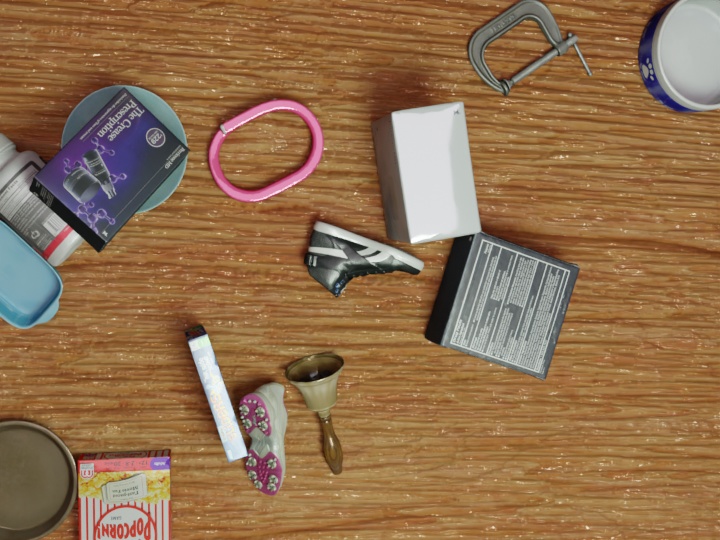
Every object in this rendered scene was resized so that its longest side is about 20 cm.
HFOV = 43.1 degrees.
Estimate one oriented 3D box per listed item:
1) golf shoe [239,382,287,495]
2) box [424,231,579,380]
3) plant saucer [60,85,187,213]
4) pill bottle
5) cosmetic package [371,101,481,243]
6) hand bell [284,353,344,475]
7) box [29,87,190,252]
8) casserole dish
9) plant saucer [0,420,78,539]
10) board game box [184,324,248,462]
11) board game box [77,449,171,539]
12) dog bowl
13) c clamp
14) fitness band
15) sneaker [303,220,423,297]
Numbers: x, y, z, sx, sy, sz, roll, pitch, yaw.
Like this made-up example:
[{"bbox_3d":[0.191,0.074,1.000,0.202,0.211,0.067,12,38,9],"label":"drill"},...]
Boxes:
[{"bbox_3d":[-0.148,0.280,1.524,0.074,0.091,0.204,11,118,24],"label":"golf shoe"},{"bbox_3d":[0.237,0.054,1.551,0.195,0.123,0.204,19,89,-12],"label":"box"},{"bbox_3d":[-0.378,-0.193,1.466,0.197,0.039,0.206,-1,95,-10],"label":"plant saucer"},{"bbox_3d":[-0.509,-0.113,1.411,0.200,0.111,0.111,45,86,-10],"label":"pill bottle"},{"bbox_3d":[0.101,-0.155,1.472,0.120,0.200,0.204,-10,95,-9],"label":"cosmetic package"},{"bbox_3d":[-0.058,0.255,1.545,0.102,0.104,0.204,-15,109,-9],"label":"hand bell"},{"bbox_3d":[-0.377,-0.152,1.379,0.141,0.079,0.201,43,65,-14],"label":"box"},{"bbox_3d":[-0.556,-0.001,1.438,0.200,0.039,0.121,44,100,-11],"label":"casserole dish"},{"bbox_3d":[-0.556,0.341,1.475,0.196,0.029,0.205,-1,95,-8],"label":"plant saucer"},{"bbox_3d":[-0.235,0.195,1.470,0.034,0.135,0.204,-19,97,-12],"label":"board game box"},{"bbox_3d":[-0.386,0.404,1.503,0.148,0.046,0.205,-1,94,-10],"label":"board game box"},{"bbox_3d":[0.596,-0.383,1.606,0.196,0.079,0.205,-1,94,-10],"label":"dog bowl"},{"bbox_3d":[0.290,-0.374,1.578,0.198,0.027,0.173,-29,99,-7],"label":"c clamp"},{"bbox_3d":[-0.156,-0.199,1.506,0.197,0.037,0.146,-27,98,-6],"label":"fitness band"},{"bbox_3d":[0.000,0.000,1.536,0.197,0.073,0.114,20,94,-3],"label":"sneaker"}]
